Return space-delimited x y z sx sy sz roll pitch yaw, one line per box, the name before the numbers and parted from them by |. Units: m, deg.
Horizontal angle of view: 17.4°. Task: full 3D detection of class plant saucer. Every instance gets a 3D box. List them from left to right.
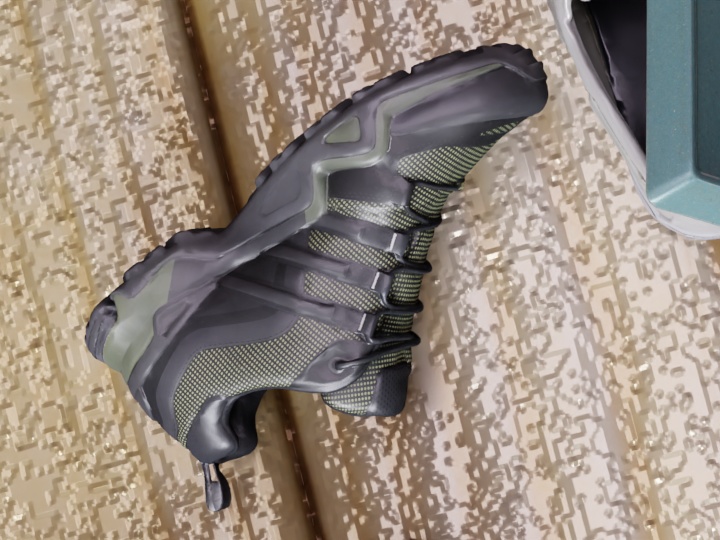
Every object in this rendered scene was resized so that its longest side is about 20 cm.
plant saucer | 0.129 -0.112 0.810 0.019 0.070 0.201 -19 63 52

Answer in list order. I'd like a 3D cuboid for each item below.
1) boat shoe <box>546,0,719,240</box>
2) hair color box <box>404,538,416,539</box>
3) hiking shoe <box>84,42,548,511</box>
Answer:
boat shoe | 0.095 -0.108 0.837 0.072 0.066 0.201 -15 83 12
hair color box | -0.042 0.194 0.847 0.200 0.064 0.111 -33 78 8
hiking shoe | 0.000 0.000 0.856 0.200 0.076 0.101 -37 87 17
